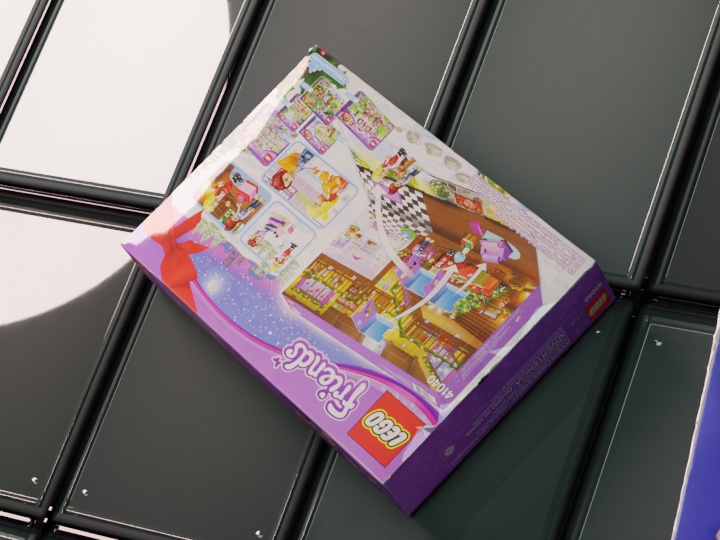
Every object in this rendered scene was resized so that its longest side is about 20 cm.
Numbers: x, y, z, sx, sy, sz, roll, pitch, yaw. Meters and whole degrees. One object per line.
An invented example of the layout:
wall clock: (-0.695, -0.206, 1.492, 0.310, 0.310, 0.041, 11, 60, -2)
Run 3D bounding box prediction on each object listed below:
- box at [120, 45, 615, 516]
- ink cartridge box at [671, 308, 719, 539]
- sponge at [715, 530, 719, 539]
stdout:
box: (0.000, 0.000, 1.140, 0.137, 0.039, 0.200, -45, 55, -6)
ink cartridge box: (0.216, 0.118, 0.934, 0.199, 0.043, 0.199, 14, 67, 2)
sponge: (0.148, 0.167, 0.966, 0.111, 0.030, 0.200, 28, 64, 32)
